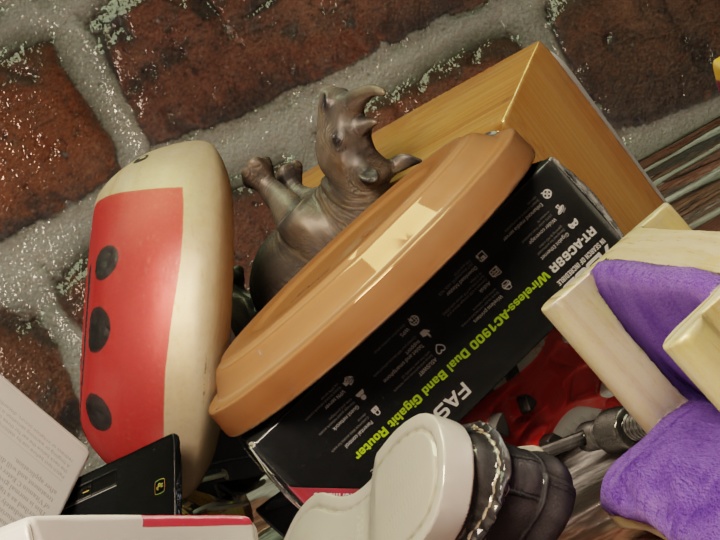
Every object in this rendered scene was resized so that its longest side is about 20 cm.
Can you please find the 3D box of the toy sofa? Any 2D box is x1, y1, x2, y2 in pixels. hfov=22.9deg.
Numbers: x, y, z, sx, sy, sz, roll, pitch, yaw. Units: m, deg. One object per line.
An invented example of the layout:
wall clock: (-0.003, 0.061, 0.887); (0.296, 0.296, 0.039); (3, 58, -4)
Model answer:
toy sofa: (0.114, 0.037, 0.588); (0.098, 0.083, 0.200); (-41, 5, -2)

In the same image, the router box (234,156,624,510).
router box: (0.028, 0.036, 0.879); (0.200, 0.062, 0.150); (-43, 6, -6)

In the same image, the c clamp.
c clamp: (0.163, 0.054, 0.763); (0.170, 0.027, 0.200); (-22, -2, -31)

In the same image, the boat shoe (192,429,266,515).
boat shoe: (-0.074, 0.104, 1.028); (0.200, 0.062, 0.075); (-27, 3, 42)

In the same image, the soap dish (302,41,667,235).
soap dish: (0.070, -0.023, 1.036); (0.200, 0.158, 0.081); (-26, 19, 39)

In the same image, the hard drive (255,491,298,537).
hard drive: (0.047, 0.095, 1.028); (0.200, 0.042, 0.135); (-30, 3, -41)

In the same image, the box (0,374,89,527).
box: (-0.239, 0.153, 0.878); (0.124, 0.097, 0.201); (-25, 31, 40)

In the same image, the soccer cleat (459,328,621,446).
soccer cleat: (0.082, 0.068, 0.911); (0.085, 0.069, 0.200); (-22, 10, 37)

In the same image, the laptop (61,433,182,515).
laptop: (-0.176, 0.187, 0.851); (0.103, 0.201, 0.177); (21, -35, -40)

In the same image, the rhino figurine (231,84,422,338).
rhino figurine: (-0.026, -0.025, 0.989); (0.060, 0.087, 0.200); (-17, -33, -45)

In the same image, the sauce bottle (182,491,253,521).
sauce bottle: (-0.123, 0.175, 1.045); (0.066, 0.066, 0.200); (-27, 2, 19)

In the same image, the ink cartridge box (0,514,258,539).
ink cartridge box: (-0.148, 0.159, 0.664); (0.199, 0.085, 0.145); (-23, -17, 24)

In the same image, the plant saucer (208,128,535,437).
plant saucer: (0.000, 0.000, 0.852); (0.200, 0.032, 0.200); (-43, 4, 4)

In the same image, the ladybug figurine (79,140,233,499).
ladybug figurine: (-0.110, 0.026, 0.944); (0.072, 0.201, 0.136); (5, -21, -12)

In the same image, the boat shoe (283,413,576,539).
boat shoe: (0.016, 0.113, 0.702); (0.060, 0.074, 0.200); (14, -35, -19)

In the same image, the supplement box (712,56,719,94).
supplement box: (0.287, -0.084, 0.828); (0.199, 0.104, 0.131); (-25, 18, -1)
